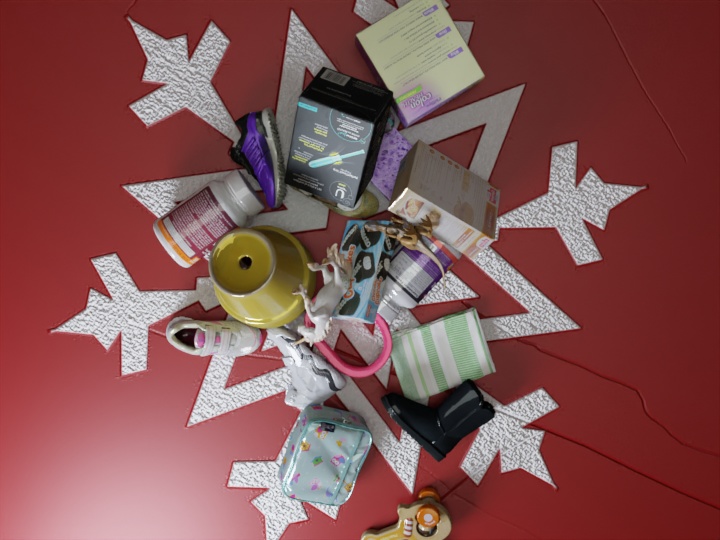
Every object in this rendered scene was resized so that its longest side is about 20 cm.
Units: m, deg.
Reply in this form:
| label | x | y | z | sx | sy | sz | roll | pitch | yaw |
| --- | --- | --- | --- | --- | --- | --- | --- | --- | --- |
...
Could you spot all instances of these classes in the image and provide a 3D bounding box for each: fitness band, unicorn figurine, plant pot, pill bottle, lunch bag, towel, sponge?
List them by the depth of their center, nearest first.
| label | x | y | z | sx | sy | sz | roll | pitch | yaw |
| --- | --- | --- | --- | --- | --- | --- | --- | --- | --- |
| unicorn figurine | -0.076 | 0.058 | 1.494 | 0.200 | 0.137 | 0.074 | -47 | 49 | -7 |
| plant pot | -0.199 | 0.002 | 1.505 | 0.200 | 0.189 | 0.201 | -1 | 80 | 8 |
| pill bottle | -0.298 | -0.106 | 1.557 | 0.200 | 0.114 | 0.114 | -35 | 94 | 2 |
| pill bottle | 0.098 | 0.004 | 1.571 | 0.111 | 0.111 | 0.200 | 43 | 93 | -4 |
| sponge | 0.037 | -0.244 | 1.592 | 0.112 | 0.030 | 0.200 | -44 | 93 | 3 |
| lunch bag | -0.068 | 0.376 | 1.594 | 0.160 | 0.077 | 0.200 | 18 | 104 | -17 |
| fitness band | -0.024 | 0.125 | 1.609 | 0.144 | 0.037 | 0.200 | -42 | 87 | 5 |
| towel | 0.167 | 0.175 | 1.629 | 0.200 | 0.023 | 0.153 | -19 | 95 | 1 |

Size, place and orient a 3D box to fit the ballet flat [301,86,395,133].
| label | x | y | z | sx | sy | sz | roll | pitch | yaw |
| --- | --- | --- | --- | --- | --- | --- | --- | --- | --- |
| ballet flat | -0.027 | -0.326 | 1.537 | 0.200 | 0.072 | 0.072 | 21 | 94 | 9 |

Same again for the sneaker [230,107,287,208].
| label | x | y | z | sx | sy | sz | roll | pitch | yaw |
| --- | --- | --- | --- | --- | --- | --- | --- | --- | --- |
| sneaker | -0.209 | -0.219 | 1.577 | 0.099 | 0.070 | 0.200 | -9 | 91 | 7 |

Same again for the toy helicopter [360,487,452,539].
| label | x | y | z | sx | sy | sz | roll | pitch | yaw |
| --- | --- | --- | --- | --- | --- | --- | --- | --- | --- |
| toy helicopter | 0.098 | 0.551 | 1.645 | 0.200 | 0.079 | 0.132 | -22 | 103 | 12 |

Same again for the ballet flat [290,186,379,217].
| label | x | y | z | sx | sy | sz | roll | pitch | yaw |
| --- | --- | --- | --- | --- | --- | --- | --- | --- | --- |
| ballet flat | -0.057 | -0.157 | 1.580 | 0.200 | 0.071 | 0.071 | 23 | 94 | -3 |

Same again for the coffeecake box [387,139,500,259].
| label | x | y | z | sx | sy | sz | roll | pitch | yaw |
| --- | --- | --- | --- | --- | --- | --- | --- | --- | --- |
| coffeecake box | 0.166 | -0.138 | 1.520 | 0.200 | 0.154 | 0.073 | 29 | 135 | -14 |

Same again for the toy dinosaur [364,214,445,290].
| label | x | y | z | sx | sy | sz | roll | pitch | yaw |
| --- | --- | --- | --- | --- | --- | --- | --- | --- | --- |
| toy dinosaur | 0.105 | -0.055 | 1.481 | 0.200 | 0.106 | 0.060 | 34 | 66 | 2 |

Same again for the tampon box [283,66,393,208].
| label | x | y | z | sx | sy | sz | roll | pitch | yaw |
| --- | --- | --- | --- | --- | --- | --- | --- | --- | --- |
| tampon box | -0.042 | -0.248 | 1.477 | 0.150 | 0.126 | 0.200 | 22 | 133 | 6 |

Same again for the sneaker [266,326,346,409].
| label | x | y | z | sx | sy | sz | roll | pitch | yaw |
| --- | --- | --- | --- | --- | --- | --- | --- | --- | --- |
| sneaker | -0.134 | 0.205 | 1.601 | 0.200 | 0.075 | 0.115 | 41 | 91 | -6 |

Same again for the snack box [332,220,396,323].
| label | x | y | z | sx | sy | sz | roll | pitch | yaw |
| --- | --- | --- | --- | --- | --- | --- | --- | --- | --- |
| snack box | 0.000 | 0.000 | 1.550 | 0.037 | 0.116 | 0.200 | 25 | 76 | -44 |

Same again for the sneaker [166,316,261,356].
| label | x | y | z | sx | sy | sz | roll | pitch | yaw |
| --- | --- | --- | --- | --- | --- | --- | --- | --- | --- |
| sneaker | -0.301 | 0.140 | 1.588 | 0.200 | 0.088 | 0.081 | 1 | 94 | -1 |

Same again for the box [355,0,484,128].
| label | x | y | z | sx | sy | sz | roll | pitch | yaw |
| --- | --- | --- | --- | --- | --- | --- | --- | --- | --- |
| box | 0.114 | -0.415 | 1.546 | 0.176 | 0.097 | 0.200 | -32 | 93 | 2 |

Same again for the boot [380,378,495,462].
| label | x | y | z | sx | sy | sz | roll | pitch | yaw |
| --- | --- | --- | --- | --- | --- | --- | --- | --- | --- |
| boot | 0.162 | 0.276 | 1.603 | 0.168 | 0.076 | 0.200 | -43 | 106 | 6 |
